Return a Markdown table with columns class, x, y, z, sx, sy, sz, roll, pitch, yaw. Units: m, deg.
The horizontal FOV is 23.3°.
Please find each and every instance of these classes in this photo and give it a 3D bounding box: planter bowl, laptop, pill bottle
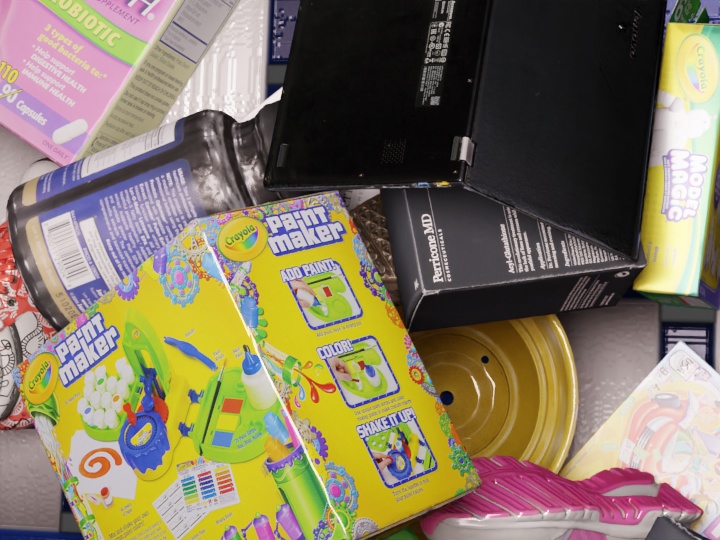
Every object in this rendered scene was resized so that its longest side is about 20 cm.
| class | x | y | z | sx | sy | sz | roll | pitch | yaw |
| --- | --- | --- | --- | --- | --- | --- | --- | --- | --- |
| planter bowl | 0.053 | 0.086 | 1.191 | 0.200 | 0.083 | 0.201 | -1 | 84 | 13 |
| laptop | 0.067 | -0.112 | 1.063 | 0.199 | 0.116 | 0.188 | 0 | 65 | 24 |
| pill bottle | -0.121 | -0.038 | 1.145 | 0.199 | 0.112 | 0.112 | -20 | 81 | 10 |

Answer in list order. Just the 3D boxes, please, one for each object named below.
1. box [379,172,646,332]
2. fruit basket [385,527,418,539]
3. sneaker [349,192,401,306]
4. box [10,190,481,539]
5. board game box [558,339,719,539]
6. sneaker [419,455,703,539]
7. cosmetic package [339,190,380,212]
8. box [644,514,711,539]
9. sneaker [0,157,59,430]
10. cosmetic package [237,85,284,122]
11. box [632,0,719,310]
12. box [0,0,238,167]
| class | x | y | z | sx | sy | sz | roll | pitch | yaw |
| --- | --- | --- | --- | --- | --- | --- | --- | --- | --- |
| box | 0.082 | -0.074 | 1.094 | 0.141 | 0.079 | 0.201 | -6 | 70 | -11 |
| fruit basket | 0.018 | 0.235 | 1.141 | 0.215 | 0.156 | 0.216 | 4 | 106 | 14 |
| sneaker | 0.000 | 0.000 | 1.140 | 0.199 | 0.076 | 0.071 | -19 | 74 | -12 |
| box | -0.071 | 0.090 | 1.008 | 0.200 | 0.122 | 0.193 | -34 | 77 | 40 |
| board game box | 0.199 | 0.165 | 1.175 | 0.134 | 0.034 | 0.200 | 42 | 95 | 13 |
| sneaker | 0.123 | 0.174 | 1.095 | 0.199 | 0.081 | 0.088 | 9 | 104 | -28 |
| cosmetic package | 0.087 | -0.056 | 1.202 | 0.199 | 0.071 | 0.102 | 11 | 88 | 14 |
| box | 0.233 | 0.289 | 1.068 | 0.196 | 0.124 | 0.200 | 28 | 93 | -20 |
| sneaker | -0.255 | 0.013 | 1.251 | 0.067 | 0.108 | 0.202 | 3 | 87 | 35 |
| cosmetic package | -0.097 | -0.054 | 1.239 | 0.200 | 0.083 | 0.051 | -38 | 78 | 8 |
| box | 0.221 | -0.078 | 1.148 | 0.048 | 0.117 | 0.201 | 5 | 86 | 19 |
| box | -0.208 | -0.192 | 1.269 | 0.176 | 0.097 | 0.200 | 35 | 93 | 14 |
